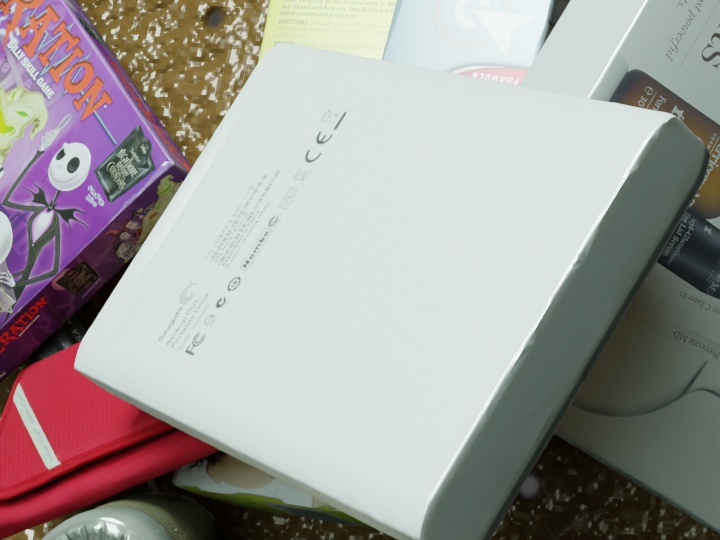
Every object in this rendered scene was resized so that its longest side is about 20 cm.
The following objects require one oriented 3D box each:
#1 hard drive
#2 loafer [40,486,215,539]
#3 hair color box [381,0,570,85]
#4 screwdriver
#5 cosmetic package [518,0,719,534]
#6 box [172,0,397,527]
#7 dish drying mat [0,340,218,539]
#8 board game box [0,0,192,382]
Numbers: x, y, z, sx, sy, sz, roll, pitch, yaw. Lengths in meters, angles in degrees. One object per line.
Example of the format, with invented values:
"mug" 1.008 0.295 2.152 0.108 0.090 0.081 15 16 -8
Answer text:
"hard drive" 0.000 0.000 0.637 0.199 0.027 0.132 18 73 55
"loafer" -0.118 0.143 0.776 0.200 0.070 0.075 -36 86 32
"hair color box" 0.063 -0.104 0.747 0.060 0.099 0.202 10 80 27
"screwdriver" -0.078 0.083 0.809 0.028 0.029 0.201 -39 73 9
"cosmetic package" 0.122 -0.028 0.676 0.201 0.150 0.052 -59 25 0
"box" -0.009 -0.011 0.783 0.075 0.050 0.202 4 77 25
"dish drying mat" -0.065 0.036 0.733 0.199 0.018 0.077 -26 38 41
"board game box" -0.153 -0.061 0.856 0.120 0.032 0.200 -41 54 5
